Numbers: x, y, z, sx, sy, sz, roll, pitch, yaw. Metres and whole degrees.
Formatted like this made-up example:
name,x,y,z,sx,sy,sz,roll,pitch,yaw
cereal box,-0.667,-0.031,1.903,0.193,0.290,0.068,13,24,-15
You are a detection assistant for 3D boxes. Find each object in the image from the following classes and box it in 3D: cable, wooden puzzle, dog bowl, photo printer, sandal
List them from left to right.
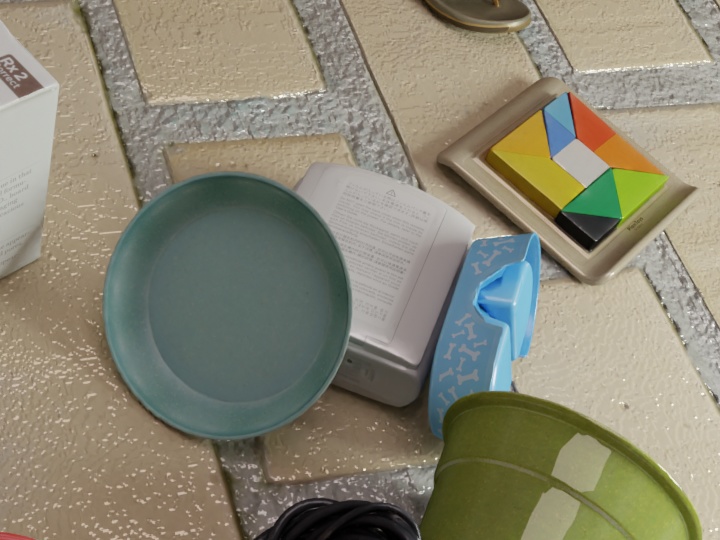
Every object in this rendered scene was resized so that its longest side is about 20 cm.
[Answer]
name,x,y,z,sx,sy,sz,roll,pitch,yaw
cable,-0.029,0.235,0.923,0.200,0.051,0.163,-50,43,-5
photo printer,0.000,0.000,1.197,0.166,0.070,0.200,21,48,4
sandal,0.091,-0.309,1.499,0.200,0.054,0.080,42,51,18
dog bowl,0.099,0.054,1.150,0.049,0.112,0.200,7,46,15
wooden puzzle,0.198,-0.093,1.361,0.200,0.037,0.185,39,51,17

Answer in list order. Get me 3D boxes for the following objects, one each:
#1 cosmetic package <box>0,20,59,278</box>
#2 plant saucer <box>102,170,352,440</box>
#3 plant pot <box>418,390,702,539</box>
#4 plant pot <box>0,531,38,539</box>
name,x,y,z,sx,sy,sz,roll,pitch,yaw
cosmetic package,-0.342,-0.089,1.080,0.165,0.200,0.165,42,52,20
plant saucer,-0.097,0.026,1.102,0.200,0.200,0.036,35,8,14
plant pot,0.100,0.217,0.985,0.199,0.200,0.190,30,60,9
plant pot,-0.224,0.274,0.820,0.199,0.183,0.201,8,50,-10
